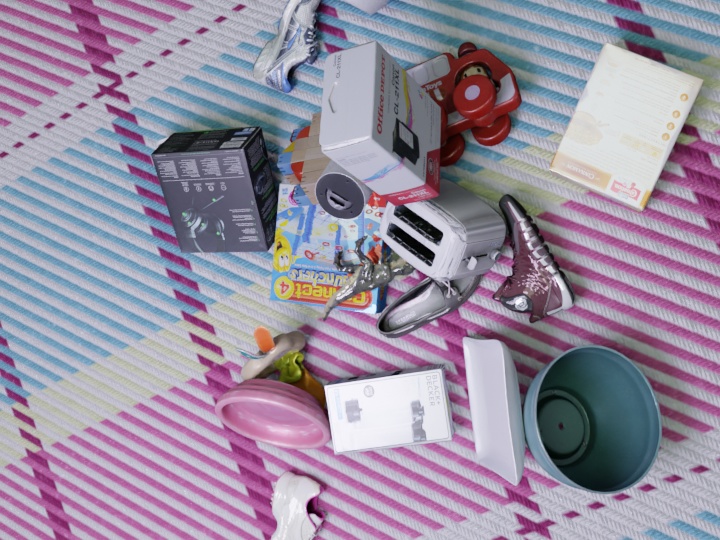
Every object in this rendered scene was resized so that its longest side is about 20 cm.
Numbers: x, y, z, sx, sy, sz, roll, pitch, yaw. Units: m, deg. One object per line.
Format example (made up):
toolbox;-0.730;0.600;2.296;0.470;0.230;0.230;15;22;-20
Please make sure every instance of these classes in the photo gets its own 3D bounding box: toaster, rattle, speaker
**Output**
toaster;0.119;-0.068;1.235;0.199;0.128;0.115;39;123;28
rattle;-0.126;0.172;1.299;0.127;0.200;0.146;-16;78;-10
speaker;0.000;-0.165;1.207;0.079;0.201;0.082;12;132;14

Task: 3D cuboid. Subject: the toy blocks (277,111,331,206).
toy blocks;-0.072;-0.185;1.314;0.134;0.100;0.204;-7;56;22

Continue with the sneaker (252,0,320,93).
sneaker;-0.100;-0.395;1.366;0.084;0.077;0.202;34;108;5

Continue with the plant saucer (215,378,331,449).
plant saucer;-0.141;0.236;1.329;0.196;0.202;0.052;3;58;18

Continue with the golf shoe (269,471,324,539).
golf shoe;-0.108;0.451;1.366;0.089;0.075;0.205;4;93;14

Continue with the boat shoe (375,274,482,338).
boat shoe;0.110;0.051;1.298;0.198;0.057;0.068;-34;80;15

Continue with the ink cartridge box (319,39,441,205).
ink cartridge box;0.034;-0.198;1.112;0.081;0.199;0.149;-8;70;30

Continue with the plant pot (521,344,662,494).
plant pot;0.316;0.223;1.172;0.195;0.134;0.205;4;73;-14

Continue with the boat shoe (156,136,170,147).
boat shoe;-0.270;-0.201;1.417;0.195;0.074;0.062;3;86;10

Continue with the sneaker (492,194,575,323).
sneaker;0.241;-0.009;1.249;0.114;0.075;0.203;-32;81;18

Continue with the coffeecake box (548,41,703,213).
coffeecake box;0.393;-0.211;1.196;0.151;0.073;0.204;26;98;16

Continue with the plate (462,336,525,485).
plate;0.204;0.202;1.210;0.032;0.200;0.205;-7;88;-9

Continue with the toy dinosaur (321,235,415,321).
toy dinosaur;0.000;0.000;1.283;0.197;0.047;0.089;-29;90;17

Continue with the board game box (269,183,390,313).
board game box;-0.048;-0.038;1.350;0.195;0.056;0.201;6;92;18

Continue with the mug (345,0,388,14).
mug;0.001;-0.527;1.295;0.199;0.146;0.178;38;109;35

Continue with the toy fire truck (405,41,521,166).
toy fire truck;0.147;-0.278;1.267;0.197;0.112;0.171;-21;63;19

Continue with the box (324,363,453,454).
box;0.048;0.226;1.305;0.195;0.060;0.120;-8;88;10

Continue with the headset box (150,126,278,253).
headset box;-0.235;-0.127;1.354;0.170;0.093;0.204;-1;121;18
